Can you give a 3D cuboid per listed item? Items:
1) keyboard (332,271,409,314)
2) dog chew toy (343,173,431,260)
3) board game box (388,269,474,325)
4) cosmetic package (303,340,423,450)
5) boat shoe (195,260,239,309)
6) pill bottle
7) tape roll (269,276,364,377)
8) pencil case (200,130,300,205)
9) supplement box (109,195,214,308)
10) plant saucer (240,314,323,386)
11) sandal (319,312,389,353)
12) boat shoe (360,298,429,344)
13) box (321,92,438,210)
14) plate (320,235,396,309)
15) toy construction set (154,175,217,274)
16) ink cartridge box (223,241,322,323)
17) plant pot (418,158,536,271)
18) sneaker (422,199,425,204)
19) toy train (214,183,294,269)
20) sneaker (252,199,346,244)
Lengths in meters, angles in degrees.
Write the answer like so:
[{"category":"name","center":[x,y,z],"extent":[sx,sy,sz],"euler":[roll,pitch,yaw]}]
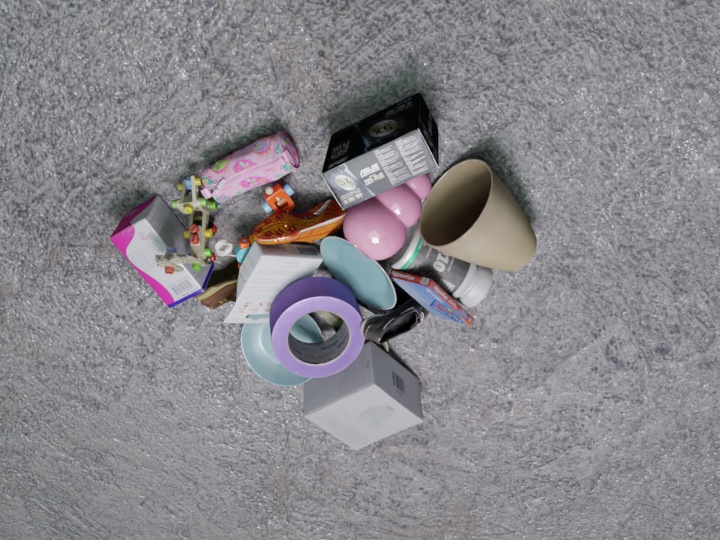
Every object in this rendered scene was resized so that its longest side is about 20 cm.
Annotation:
[{"category":"keyboard","center":[0.034,0.055,1.724],"extent":[0.199,0.040,0.104],"euler":[31,122,-16]},{"category":"dog chew toy","center":[0.058,-0.119,1.494],"extent":[0.124,0.124,0.201],"euler":[40,87,-20]},{"category":"board game box","center":[0.147,0.057,1.616],"extent":[0.102,0.020,0.200],"euler":[16,164,39]},{"category":"cosmetic package","center":[0.005,0.289,1.806],"extent":[0.199,0.124,0.199],"euler":[-28,132,23]},{"category":"boat shoe","center":[-0.271,0.028,1.723],"extent":[0.198,0.073,0.068],"euler":[-23,125,26]},{"category":"pill bottle","center":[0.164,-0.011,1.619],"extent":[0.198,0.114,0.113],"euler":[28,122,-18]},{"category":"tape roll","center":[-0.092,0.120,1.675],"extent":[0.197,0.085,0.202],"euler":[-4,120,-7]},{"category":"pencil case","center":[-0.218,-0.199,1.552],"extent":[0.198,0.088,0.088],"euler":[-20,120,17]},{"category":"supplement box","center":[-0.414,-0.039,1.669],"extent":[0.100,0.104,0.201],"euler":[-23,120,21]},{"category":"plant saucer","center":[-0.172,0.163,1.799],"extent":[0.198,0.039,0.204],"euler":[4,109,12]},{"category":"sandal","center":[-0.021,0.137,1.773],"extent":[0.200,0.058,0.080],"euler":[39,119,-19]},{"category":"boat shoe","center":[0.089,0.111,1.675],"extent":[0.198,0.057,0.068],"euler":[-18,129,-37]},{"category":"box","center":[0.039,-0.221,1.462],"extent":[0.198,0.165,0.087],"euler":[-22,120,20]},{"category":"plate","center":[0.000,0.000,1.626],"extent":[0.199,0.026,0.201],"euler":[33,154,19]},{"category":"toy construction set","center":[-0.341,-0.079,1.597],"extent":[0.091,0.203,0.131],"euler":[10,162,12]},{"category":"ink cartridge box","center":[-0.191,0.029,1.670],"extent":[0.159,0.048,0.201],"euler":[3,134,-43]},{"category":"plant pot","center":[0.247,-0.084,1.540],"extent":[0.199,0.189,0.187],"euler":[31,123,-31]},{"category":"sneaker","center":[0.066,-0.104,1.585],"extent":[0.075,0.088,0.200],"euler":[36,119,-16]},{"category":"toy train","center":[-0.202,-0.094,1.615],"extent":[0.199,0.056,0.150],"euler":[-39,137,6]},{"category":"sneaker","center":[-0.118,-0.080,1.588],"extent":[0.197,0.074,0.078],"euler":[-13,144,-18]}]
